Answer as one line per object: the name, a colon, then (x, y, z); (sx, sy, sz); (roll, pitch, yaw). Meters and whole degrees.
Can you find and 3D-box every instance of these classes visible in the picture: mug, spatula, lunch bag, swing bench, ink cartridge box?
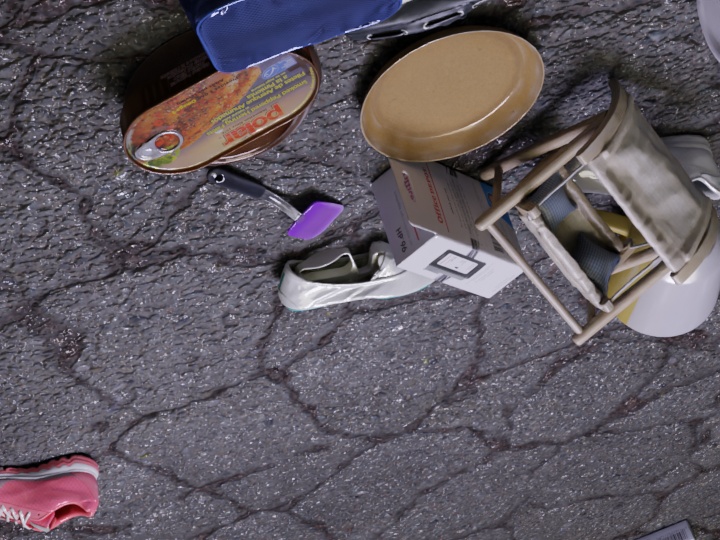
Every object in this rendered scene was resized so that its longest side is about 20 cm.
mug: (0.357, -0.012, 1.818); (0.184, 0.151, 0.153); (-11, 158, -4)
spatula: (-0.095, -0.075, 1.628); (0.057, 0.021, 0.199); (-47, 138, 19)
lunch bag: (-0.075, -0.264, 1.247); (0.198, 0.134, 0.136); (-18, 165, -1)
swing bench: (0.263, -0.064, 1.656); (0.199, 0.130, 0.199); (-33, 114, 25)
ink cartridge box: (0.588, 0.566, 2.952); (0.159, 0.048, 0.200); (-24, 146, 9)
ink cartridge box: (0.085, -0.054, 1.666); (0.199, 0.117, 0.068); (19, 133, -43)

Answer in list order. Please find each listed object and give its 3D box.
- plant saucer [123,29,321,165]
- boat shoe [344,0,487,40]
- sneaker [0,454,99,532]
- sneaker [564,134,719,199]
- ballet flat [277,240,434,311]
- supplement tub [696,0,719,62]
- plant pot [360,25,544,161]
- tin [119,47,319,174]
plant saucer: (-0.130, -0.163, 1.467); (0.198, 0.032, 0.201); (-13, 147, -8)
boat shoe: (0.068, -0.255, 1.386); (0.197, 0.075, 0.066); (-20, 151, 3)
sneaker: (-0.438, 0.304, 1.977); (0.198, 0.087, 0.074); (-13, 147, -9)
sneaker: (0.330, -0.106, 1.738); (0.198, 0.089, 0.076); (-7, 149, -17)
ballet flat: (0.000, 0.000, 1.764); (0.198, 0.070, 0.070); (-10, 148, -11)
supplement tub: (0.445, -0.280, 1.488); (0.198, 0.133, 0.132); (-15, 149, -7)
plant pot: (0.091, -0.186, 1.551); (0.198, 0.028, 0.201); (-14, 149, -9)
tin: (-0.133, -0.158, 1.410); (0.199, 0.042, 0.112); (-26, 143, 13)
